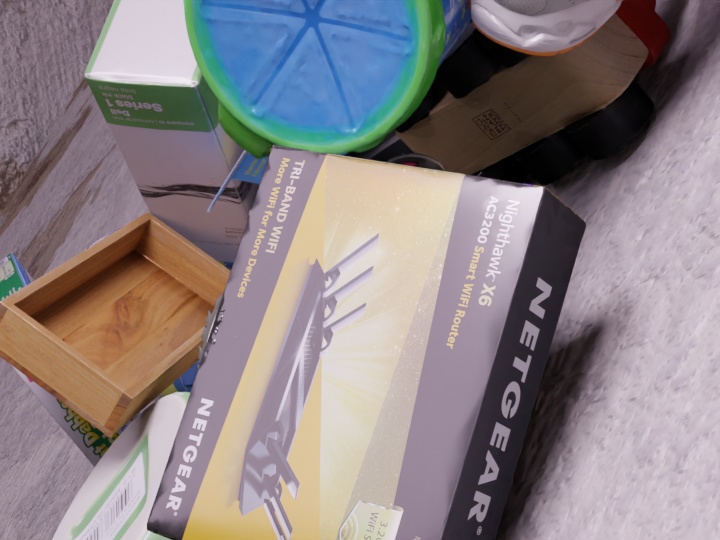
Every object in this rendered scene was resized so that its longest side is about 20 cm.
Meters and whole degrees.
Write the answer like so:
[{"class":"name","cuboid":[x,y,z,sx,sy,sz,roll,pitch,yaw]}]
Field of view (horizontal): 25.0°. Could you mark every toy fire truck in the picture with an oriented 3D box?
[{"class":"toy fire truck","cuboid":[0.110,-0.160,0.948,0.200,0.129,0.176,-54,14,-29]}]

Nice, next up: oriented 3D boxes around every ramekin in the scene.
[{"class":"ramekin","cuboid":[-0.112,0.170,0.958,0.200,0.097,0.200,-48,20,23]}]

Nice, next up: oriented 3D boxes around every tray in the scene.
[{"class":"tray","cuboid":[-0.149,0.030,1.048,0.037,0.098,0.200,-58,-6,24]}]

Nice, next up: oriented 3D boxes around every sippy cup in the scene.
[{"class":"sippy cup","cuboid":[-0.002,-0.142,0.832,0.177,0.140,0.130,-12,15,30]}]

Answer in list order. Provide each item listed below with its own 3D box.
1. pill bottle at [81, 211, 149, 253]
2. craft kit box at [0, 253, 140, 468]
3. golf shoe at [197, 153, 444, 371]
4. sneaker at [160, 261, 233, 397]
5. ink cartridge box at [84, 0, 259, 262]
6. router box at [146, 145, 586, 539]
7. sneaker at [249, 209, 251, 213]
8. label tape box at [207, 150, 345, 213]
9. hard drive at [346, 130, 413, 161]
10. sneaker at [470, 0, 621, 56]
[{"class":"pill bottle","cuboid":[-0.181,0.021,1.359,0.200,0.119,0.120,-19,40,62]},{"class":"craft kit box","cuboid":[-0.196,0.087,1.149,0.048,0.198,0.200,-41,15,-6]},{"class":"golf shoe","cuboid":[-0.020,0.025,0.862,0.200,0.077,0.088,-45,30,27]},{"class":"sneaker","cuboid":[-0.075,0.020,1.195,0.105,0.076,0.201,25,84,56]},{"class":"ink cartridge box","cuboid":[-0.105,-0.119,1.130,0.200,0.084,0.147,74,-154,-53]},{"class":"router box","cuboid":[0.002,0.050,0.762,0.157,0.052,0.201,10,78,33]},{"class":"sneaker","cuboid":[0.000,0.000,1.038,0.200,0.075,0.089,0,88,54]},{"class":"label tape box","cuboid":[-0.015,-0.126,1.052,0.144,0.063,0.200,-53,11,43]},{"class":"hard drive","cuboid":[0.030,-0.120,1.135,0.200,0.033,0.140,-29,32,56]},{"class":"sneaker","cuboid":[0.142,-0.187,0.810,0.200,0.076,0.092,-35,-31,-24]}]
